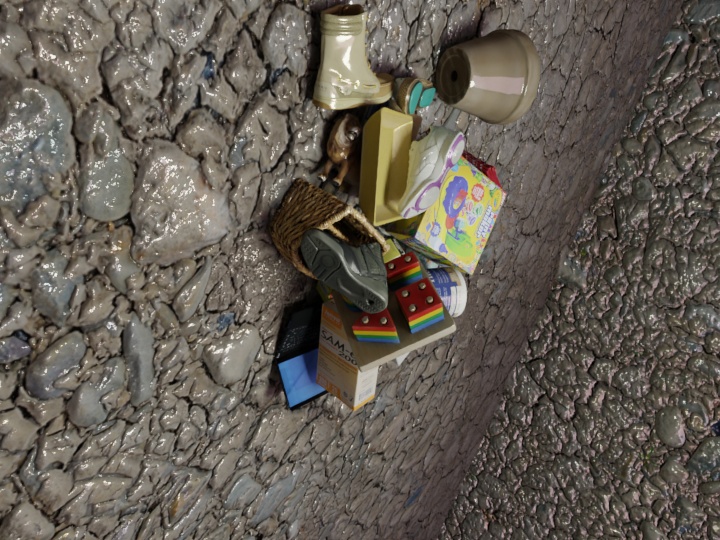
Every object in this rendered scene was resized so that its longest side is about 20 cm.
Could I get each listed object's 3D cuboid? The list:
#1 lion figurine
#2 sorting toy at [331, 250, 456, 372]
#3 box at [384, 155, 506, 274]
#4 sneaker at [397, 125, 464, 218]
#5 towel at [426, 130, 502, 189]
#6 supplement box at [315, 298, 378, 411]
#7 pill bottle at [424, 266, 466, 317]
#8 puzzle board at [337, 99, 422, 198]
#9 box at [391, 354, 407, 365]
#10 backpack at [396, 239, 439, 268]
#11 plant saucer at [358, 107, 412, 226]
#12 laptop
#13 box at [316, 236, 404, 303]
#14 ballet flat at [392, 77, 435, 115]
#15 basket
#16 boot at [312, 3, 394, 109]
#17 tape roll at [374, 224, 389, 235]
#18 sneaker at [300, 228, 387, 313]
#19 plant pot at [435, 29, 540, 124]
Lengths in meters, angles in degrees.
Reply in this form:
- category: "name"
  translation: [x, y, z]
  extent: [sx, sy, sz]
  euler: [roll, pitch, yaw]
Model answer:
- category: "lion figurine"
  translation: [-0.014, -0.191, 1.049]
  extent: [0.125, 0.071, 0.201]
  euler: [-63, 148, -22]
- category: "sorting toy"
  translation: [0.052, 0.060, 1.041]
  extent: [0.194, 0.202, 0.070]
  euler: [-23, 136, -2]
- category: "box"
  translation: [0.190, -0.130, 1.211]
  extent: [0.190, 0.121, 0.204]
  euler: [27, 85, -32]
- category: "sneaker"
  translation: [0.126, -0.198, 1.095]
  extent: [0.203, 0.099, 0.075]
  euler: [-57, 151, -2]
- category: "towel"
  translation: [0.248, -0.249, 1.280]
  extent: [0.023, 0.199, 0.144]
  euler: [-48, 149, 1]
- category: "supplement box"
  translation: [-0.025, 0.173, 1.158]
  extent: [0.073, 0.124, 0.205]
  euler: [-20, 125, -44]
- category: "pill bottle"
  translation: [0.123, 0.054, 1.183]
  extent: [0.194, 0.111, 0.114]
  euler: [-5, 123, -23]
- category: "puzzle board"
  translation: [0.040, -0.242, 1.117]
  extent: [0.148, 0.017, 0.205]
  euler: [13, 101, -41]
- category: "box"
  translation: [0.089, 0.136, 1.449]
  extent: [0.125, 0.096, 0.202]
  euler: [-47, 147, -21]
- category: "backpack"
  translation: [0.110, 0.003, 1.326]
  extent: [0.202, 0.164, 0.128]
  euler: [-53, 144, -24]
- category: "plant saucer"
  translation: [0.046, -0.198, 1.042]
  extent: [0.199, 0.047, 0.206]
  euler: [-25, 121, -67]
- category: "laptop"
  translation: [-0.092, 0.179, 1.204]
  extent: [0.175, 0.103, 0.203]
  euler: [-14, 139, -51]
- category: "box"
  translation: [0.000, 0.000, 1.190]
  extent: [0.196, 0.051, 0.076]
  euler: [-25, 159, -24]
- category: "ballet flat"
  translation: [0.095, -0.347, 1.068]
  extent: [0.072, 0.064, 0.200]
  euler: [-70, 168, 20]
- category: "basket"
  translation: [-0.061, -0.050, 1.032]
  extent: [0.145, 0.147, 0.200]
  euler: [-57, 150, -5]
- category: "boot"
  translation: [-0.002, -0.372, 0.942]
  extent: [0.198, 0.072, 0.159]
  euler: [-25, 133, -41]
- category: "tape roll"
  translation: [0.087, -0.182, 1.253]
  extent: [0.201, 0.037, 0.207]
  euler: [-37, 141, -36]
- category: "sneaker"
  translation: [-0.024, -0.022, 0.972]
  extent: [0.198, 0.076, 0.116]
  euler: [37, 37, -24]
- category: "plant pot"
  translation: [0.265, -0.428, 1.202]
  extent: [0.170, 0.200, 0.205]
  euler: [-10, 124, -32]
